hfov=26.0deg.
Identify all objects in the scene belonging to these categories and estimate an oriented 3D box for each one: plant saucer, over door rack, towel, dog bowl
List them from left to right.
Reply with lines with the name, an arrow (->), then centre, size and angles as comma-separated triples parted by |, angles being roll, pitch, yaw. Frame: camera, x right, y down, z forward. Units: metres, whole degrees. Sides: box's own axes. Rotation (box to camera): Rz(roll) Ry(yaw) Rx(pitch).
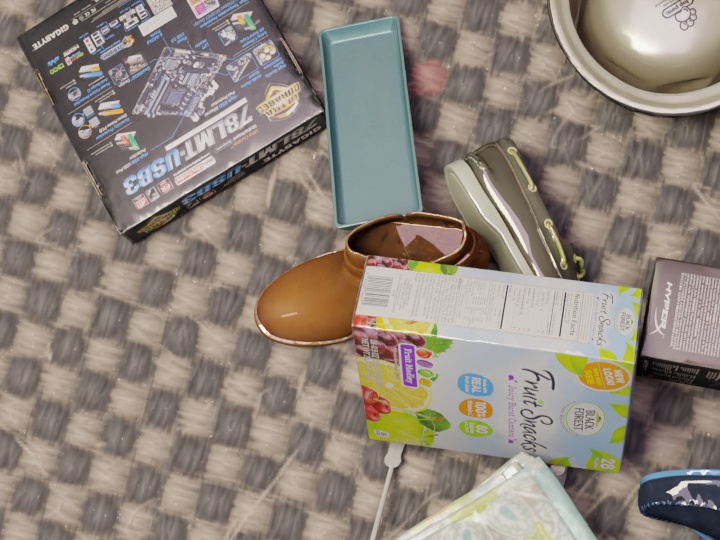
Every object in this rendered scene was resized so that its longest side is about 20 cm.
plant saucer -> 0.007, -0.118, 1.245 | 0.069, 0.019, 0.202 | -10, 58, 7
over door rack -> 0.072, 0.228, 1.198 | 0.146, 0.067, 0.202 | 11, 69, 10
towel -> 0.109, 0.251, 1.121 | 0.170, 0.048, 0.201 | -32, 65, -4
dog bowl -> 0.246, -0.212, 1.231 | 0.198, 0.074, 0.203 | -1, 81, 8

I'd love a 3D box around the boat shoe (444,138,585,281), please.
boat shoe -> 0.140, -0.008, 1.215 | 0.060, 0.072, 0.203 | -30, 86, -11

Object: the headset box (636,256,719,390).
headset box -> 0.306, 0.053, 1.141 | 0.198, 0.149, 0.076 | 10, 83, 11

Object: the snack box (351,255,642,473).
snack box -> 0.100, 0.071, 1.139 | 0.198, 0.169, 0.068 | 6, 57, 10

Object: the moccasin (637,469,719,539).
moccasin -> 0.304, 0.191, 1.153 | 0.198, 0.081, 0.069 | 6, 70, 11

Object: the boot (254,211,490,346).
boot -> 0.000, 0.000, 1.193 | 0.198, 0.155, 0.074 | -17, 78, 5

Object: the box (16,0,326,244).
box -> -0.156, -0.158, 1.297 | 0.199, 0.050, 0.200 | -31, 79, 2
